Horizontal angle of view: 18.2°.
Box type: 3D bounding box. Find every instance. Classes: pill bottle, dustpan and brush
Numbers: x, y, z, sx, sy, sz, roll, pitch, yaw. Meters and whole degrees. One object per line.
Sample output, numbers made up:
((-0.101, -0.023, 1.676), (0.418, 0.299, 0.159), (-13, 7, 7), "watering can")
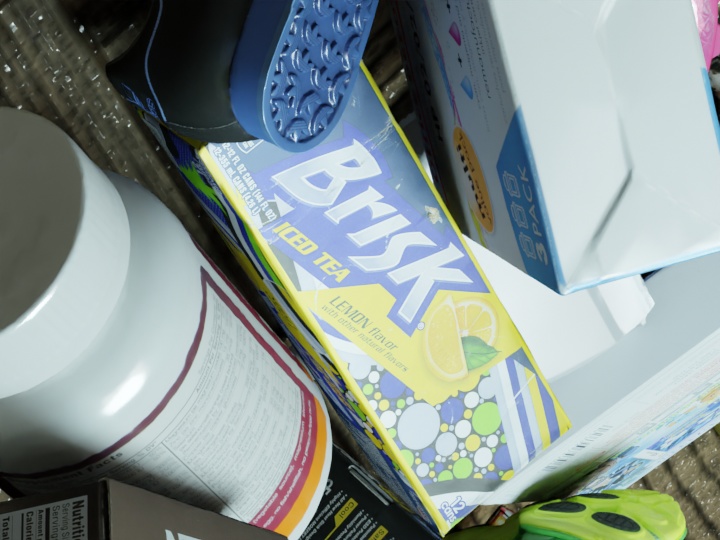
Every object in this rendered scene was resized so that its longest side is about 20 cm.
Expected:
((-0.092, 0.032, 0.781), (0.110, 0.109, 0.200), (-46, 146, -6), "pill bottle")
((0.009, 0.020, 0.930), (0.200, 0.057, 0.140), (-38, 117, -14), "dustpan and brush")

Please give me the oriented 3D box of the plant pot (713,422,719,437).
((0.297, 0.054, 1.191), (0.196, 0.194, 0.200), (-50, 141, 0), "plant pot")

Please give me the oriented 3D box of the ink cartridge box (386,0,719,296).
((0.060, -0.069, 0.798), (0.068, 0.200, 0.116), (-16, 102, -8), "ink cartridge box")

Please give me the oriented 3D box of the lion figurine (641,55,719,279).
((0.168, -0.036, 1.071), (0.200, 0.073, 0.122), (-42, 155, 11), "lion figurine")

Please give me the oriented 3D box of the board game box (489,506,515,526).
((0.069, 0.245, 1.132), (0.200, 0.151, 0.046), (-52, 146, 3), "board game box")

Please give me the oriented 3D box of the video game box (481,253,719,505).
((0.154, 0.037, 1.047), (0.200, 0.047, 0.182), (-38, 159, 16), "video game box")

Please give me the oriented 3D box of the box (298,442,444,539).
((-0.028, 0.191, 0.961), (0.200, 0.160, 0.049), (-49, 147, -4), "box")

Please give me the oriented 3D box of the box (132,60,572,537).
((0.000, 0.000, 0.838), (0.070, 0.064, 0.200), (-39, 124, -11), "box")

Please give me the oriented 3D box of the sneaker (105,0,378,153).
((-0.020, -0.135, 0.754), (0.070, 0.078, 0.201), (47, 62, -53), "sneaker")

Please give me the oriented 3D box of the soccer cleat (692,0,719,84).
((0.100, -0.076, 0.941), (0.086, 0.070, 0.201), (-15, 130, -20), "soccer cleat")

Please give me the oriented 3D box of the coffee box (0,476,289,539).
((-0.133, 0.135, 0.758), (0.199, 0.080, 0.113), (-14, 157, 25), "coffee box")

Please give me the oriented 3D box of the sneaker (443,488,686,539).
((0.092, 0.151, 1.050), (0.074, 0.084, 0.200), (-7, 167, -28), "sneaker")
